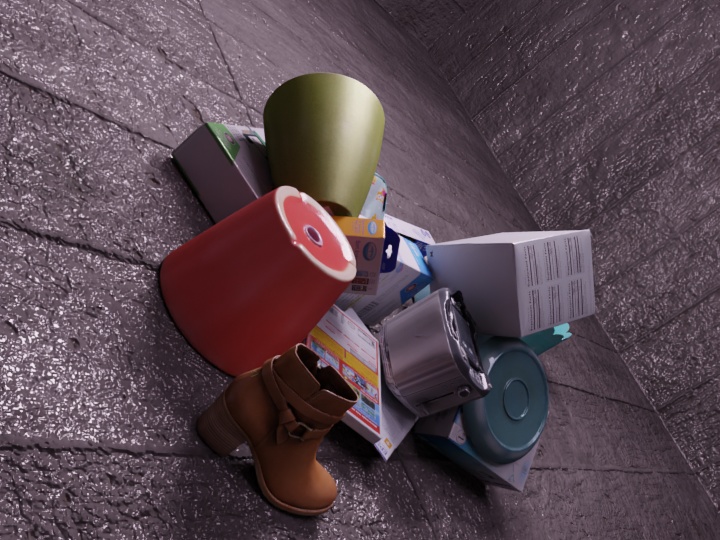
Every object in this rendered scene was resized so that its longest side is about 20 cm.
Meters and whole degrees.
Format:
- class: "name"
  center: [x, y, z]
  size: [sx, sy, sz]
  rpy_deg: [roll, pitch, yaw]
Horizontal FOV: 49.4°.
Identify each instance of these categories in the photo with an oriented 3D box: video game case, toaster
- class: "video game case"
  center: [-0.025, 0.125, 1.071]
  size: [0.143, 0.017, 0.201]
  rpy_deg: [41, 25, -23]
- class: "toaster"
  center: [0.106, 0.119, 1.162]
  size: [0.114, 0.128, 0.201]
  rpy_deg: [47, 23, -38]

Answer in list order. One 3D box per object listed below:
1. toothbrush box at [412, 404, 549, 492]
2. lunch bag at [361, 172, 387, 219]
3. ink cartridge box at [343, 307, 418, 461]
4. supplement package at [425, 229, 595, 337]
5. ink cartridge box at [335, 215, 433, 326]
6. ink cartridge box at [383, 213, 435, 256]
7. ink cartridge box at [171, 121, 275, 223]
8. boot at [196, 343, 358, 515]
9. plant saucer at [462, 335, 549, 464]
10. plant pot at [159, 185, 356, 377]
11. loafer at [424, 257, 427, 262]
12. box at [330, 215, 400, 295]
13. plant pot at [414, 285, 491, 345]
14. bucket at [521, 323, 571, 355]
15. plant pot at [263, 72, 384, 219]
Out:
- class: "toothbrush box"
  center: [0.198, 0.244, 1.260]
  size: [0.200, 0.085, 0.147]
  rpy_deg: [41, 64, -31]
- class: "lunch bag"
  center: [-0.031, -0.105, 1.360]
  size: [0.199, 0.077, 0.162]
  rpy_deg: [19, 76, -52]
- class: "ink cartridge box"
  center: [-0.002, 0.164, 1.131]
  size: [0.197, 0.043, 0.200]
  rpy_deg: [54, 25, 3]
- class: "supplement package"
  center: [0.247, 0.016, 1.290]
  size: [0.199, 0.190, 0.149]
  rpy_deg: [-10, 97, -39]
- class: "ink cartridge box"
  center: [0.000, 0.000, 1.248]
  size: [0.199, 0.144, 0.085]
  rpy_deg: [23, 35, -52]
- class: "ink cartridge box"
  center: [0.063, -0.052, 1.530]
  size: [0.199, 0.094, 0.044]
  rpy_deg: [15, 41, -58]
- class: "ink cartridge box"
  center: [-0.172, -0.143, 1.202]
  size: [0.147, 0.084, 0.200]
  rpy_deg: [55, 22, 6]
- class: "boot"
  center: [-0.057, 0.172, 0.845]
  size: [0.200, 0.155, 0.077]
  rpy_deg: [45, 22, -18]
- class: "plant saucer"
  center: [0.236, 0.201, 1.222]
  size: [0.199, 0.027, 0.202]
  rpy_deg: [4, 83, -40]
- class: "plant pot"
  center: [-0.114, 0.005, 0.962]
  size: [0.200, 0.177, 0.201]
  rpy_deg: [42, 24, -24]
- class: "loafer"
  center: [0.139, 0.015, 1.625]
  size: [0.063, 0.072, 0.201]
  rpy_deg: [45, 18, -36]
- class: "box"
  center: [-0.047, -0.022, 1.083]
  size: [0.198, 0.120, 0.042]
  rpy_deg: [6, 48, 0]
- class: "plant pot"
  center: [0.209, 0.076, 1.483]
  size: [0.200, 0.134, 0.202]
  rpy_deg: [29, 53, -49]
- class: "bucket"
  center: [0.399, 0.117, 1.898]
  size: [0.207, 0.134, 0.208]
  rpy_deg: [44, 22, -23]
- class: "plant pot"
  center: [-0.055, -0.145, 1.130]
  size: [0.187, 0.186, 0.201]
  rpy_deg: [34, 42, -38]
